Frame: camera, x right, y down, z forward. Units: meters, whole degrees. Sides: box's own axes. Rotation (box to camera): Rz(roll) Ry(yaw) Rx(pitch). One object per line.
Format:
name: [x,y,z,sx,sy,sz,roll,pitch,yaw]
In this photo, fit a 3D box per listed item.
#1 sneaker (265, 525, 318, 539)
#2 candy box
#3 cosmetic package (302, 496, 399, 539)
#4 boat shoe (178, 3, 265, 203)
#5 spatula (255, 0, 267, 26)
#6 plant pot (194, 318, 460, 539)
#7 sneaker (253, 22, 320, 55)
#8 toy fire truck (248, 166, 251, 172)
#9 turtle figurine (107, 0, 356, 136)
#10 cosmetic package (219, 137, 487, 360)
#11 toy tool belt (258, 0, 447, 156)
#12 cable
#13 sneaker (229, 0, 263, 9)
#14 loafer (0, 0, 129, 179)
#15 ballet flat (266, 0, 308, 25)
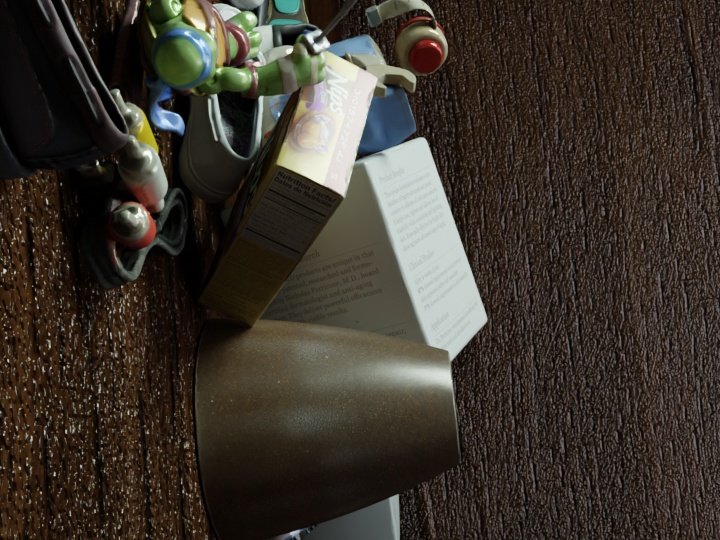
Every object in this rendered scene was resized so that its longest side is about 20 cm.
sneaker: [-0.074,0.206,0.957,0.073,0.071,0.200,57,13,-10]
candy box: [-0.059,-0.057,0.763,0.200,0.056,0.118,-49,-159,51]
cosmetic package: [-0.019,0.228,1.258,0.201,0.121,0.202,-85,168,-65]
boat shoe: [-0.107,-0.151,0.820,0.072,0.068,0.202,29,46,-28]
spatula: [-0.121,-0.284,1.274,0.056,0.020,0.203,41,39,-63]
plant pot: [-0.019,0.124,0.837,0.187,0.197,0.190,-6,90,-86]
sneaker: [-0.084,-0.183,0.988,0.200,0.113,0.082,67,18,-77]
toy fire truck: [-0.082,-0.060,1.160,0.141,0.048,0.203,-48,133,-74]
turtle figurine: [-0.081,-0.188,0.670,0.194,0.142,0.203,-121,-131,-69]
cosmetic package: [0.000,0.000,0.975,0.167,0.164,0.203,-30,102,-63]
toy tool belt: [-0.005,-0.144,0.884,0.124,0.197,0.126,-107,174,-48]
cable: [-0.124,-0.029,0.611,0.200,0.049,0.099,62,23,-77]
sneaker: [-0.116,-0.353,1.031,0.201,0.079,0.077,81,3,-54]
loafer: [-0.143,-0.138,0.411,0.072,0.062,0.203,-88,171,-66]
ballet flat: [-0.102,-0.325,1.364,0.071,0.070,0.203,77,8,-59]
